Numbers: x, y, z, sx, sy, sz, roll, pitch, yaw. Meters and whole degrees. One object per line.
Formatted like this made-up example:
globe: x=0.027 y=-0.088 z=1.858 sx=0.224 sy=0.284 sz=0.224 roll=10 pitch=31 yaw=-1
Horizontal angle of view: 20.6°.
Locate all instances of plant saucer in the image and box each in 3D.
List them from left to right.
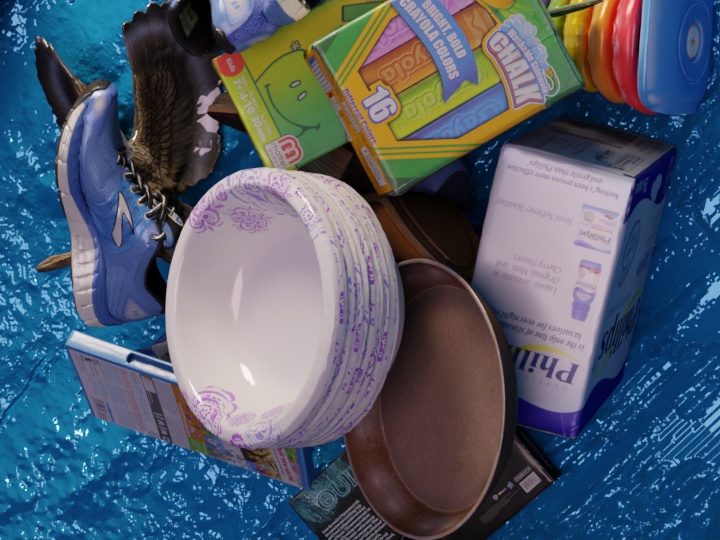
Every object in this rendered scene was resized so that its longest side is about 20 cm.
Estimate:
plant saucer: x=0.053 y=0.093 z=1.430 sx=0.200 sy=0.034 sz=0.202 roll=-5 pitch=84 yaw=56

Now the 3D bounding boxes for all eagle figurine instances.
eagle figurine: x=-0.192 y=-0.105 z=1.649 sx=0.151 sy=0.151 sz=0.201 roll=3 pitch=66 yaw=-19

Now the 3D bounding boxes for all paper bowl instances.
paper bowl: x=-0.046 y=0.029 z=1.444 sx=0.200 sy=0.104 sz=0.202 roll=-6 pitch=82 yaw=48

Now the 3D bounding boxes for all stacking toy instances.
stacking toy: x=0.163 y=-0.180 z=1.510 sx=0.199 sy=0.116 sz=0.110 roll=8 pitch=100 yaw=30

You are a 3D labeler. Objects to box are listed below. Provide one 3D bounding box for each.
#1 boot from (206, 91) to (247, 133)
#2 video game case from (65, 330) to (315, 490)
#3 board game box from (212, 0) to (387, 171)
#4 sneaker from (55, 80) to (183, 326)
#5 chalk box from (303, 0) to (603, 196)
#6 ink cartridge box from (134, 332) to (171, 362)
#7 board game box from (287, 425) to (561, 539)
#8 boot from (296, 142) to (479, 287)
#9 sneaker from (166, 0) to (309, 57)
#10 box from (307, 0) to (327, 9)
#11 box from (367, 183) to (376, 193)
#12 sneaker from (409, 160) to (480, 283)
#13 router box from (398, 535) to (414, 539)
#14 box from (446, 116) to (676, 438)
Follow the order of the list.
boot: x=-0.028 y=-0.157 z=1.603 sx=0.199 sy=0.075 sz=0.098 roll=3 pitch=77 yaw=24
video game case: x=-0.135 y=0.114 z=1.603 sx=0.199 sy=0.143 sz=0.018 roll=18 pitch=64 yaw=11
board game box: x=-0.001 y=-0.157 z=1.494 sx=0.199 sy=0.048 sz=0.102 roll=-27 pitch=93 yaw=-3
sneaker: x=-0.182 y=-0.053 z=1.545 sx=0.089 sy=0.079 sz=0.201 roll=-2 pitch=116 yaw=8
chalk box: x=0.076 y=-0.154 z=1.414 sx=0.199 sy=0.125 sz=0.124 roll=-31 pitch=94 yaw=-4
ink cartridge box: x=-0.095 y=0.089 z=1.628 sx=0.200 sy=0.042 sz=0.120 roll=-17 pitch=114 yaw=51
board game box: x=0.051 y=0.180 z=1.644 sx=0.200 sy=0.028 sz=0.135 roll=-43 pitch=83 yaw=22
boot: x=0.000 y=0.000 z=1.530 sx=0.200 sy=0.076 sz=0.156 roll=40 pitch=117 yaw=32
sneaker: x=-0.115 y=-0.214 z=1.480 sx=0.089 sy=0.200 sz=0.079 roll=-38 pitch=121 yaw=-5
box: x=-0.056 y=-0.216 z=1.565 sx=0.119 sy=0.041 sz=0.200 roll=-43 pitch=66 yaw=2
box: x=-0.017 y=0.005 z=1.627 sx=0.082 sy=0.049 sz=0.201 roll=-6 pitch=97 yaw=21
sneaker: x=0.068 y=0.008 z=1.567 sx=0.082 sy=0.074 sz=0.201 roll=14 pitch=101 yaw=43
router box: x=0.077 y=0.305 z=1.547 sx=0.157 sy=0.200 sz=0.052 roll=34 pitch=111 yaw=-6
box: x=0.154 y=0.000 z=1.491 sx=0.104 sy=0.184 sz=0.201 roll=16 pitch=105 yaw=15
